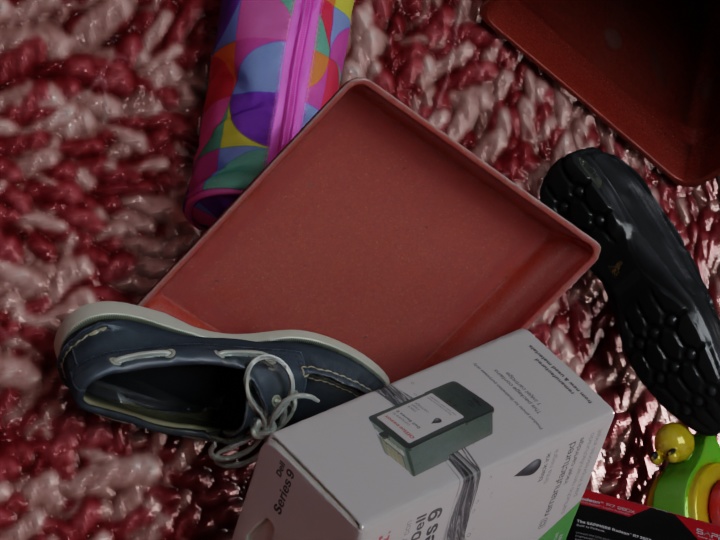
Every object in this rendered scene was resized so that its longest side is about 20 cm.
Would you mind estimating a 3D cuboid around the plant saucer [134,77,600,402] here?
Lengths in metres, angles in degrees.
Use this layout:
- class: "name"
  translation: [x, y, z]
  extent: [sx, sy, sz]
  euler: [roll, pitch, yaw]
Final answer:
- class: "plant saucer"
  translation: [0.000, 0.000, 1.611]
  extent: [0.199, 0.200, 0.037]
  euler: [33, 22, -31]

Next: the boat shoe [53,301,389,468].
- class: "boat shoe"
  translation: [-0.071, 0.066, 1.575]
  extent: [0.199, 0.075, 0.062]
  euler: [17, 31, -27]

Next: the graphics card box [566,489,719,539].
- class: "graphics card box"
  translation: [0.166, 0.223, 1.669]
  extent: [0.125, 0.051, 0.200]
  euler: [16, 39, -4]

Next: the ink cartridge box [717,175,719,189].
- class: "ink cartridge box"
  translation: [0.318, -0.020, 1.830]
  extent: [0.043, 0.196, 0.201]
  euler: [-4, 80, -37]

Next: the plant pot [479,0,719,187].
- class: "plant pot"
  translation: [0.226, -0.209, 1.827]
  extent: [0.200, 0.200, 0.177]
  euler: [37, 48, -23]

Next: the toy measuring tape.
- class: "toy measuring tape"
  translation: [0.227, 0.187, 1.792]
  extent: [0.074, 0.073, 0.201]
  euler: [-38, 110, -37]

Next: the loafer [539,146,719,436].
- class: "loafer"
  translation: [0.188, 0.009, 1.790]
  extent: [0.070, 0.068, 0.201]
  euler: [-15, 70, -48]

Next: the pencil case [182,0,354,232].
- class: "pencil case"
  translation: [-0.049, -0.114, 1.654]
  extent: [0.088, 0.088, 0.201]
  euler: [21, 66, -31]

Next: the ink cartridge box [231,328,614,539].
- class: "ink cartridge box"
  translation: [0.029, 0.136, 1.595]
  extent: [0.199, 0.146, 0.084]
  euler: [-21, 52, -38]
